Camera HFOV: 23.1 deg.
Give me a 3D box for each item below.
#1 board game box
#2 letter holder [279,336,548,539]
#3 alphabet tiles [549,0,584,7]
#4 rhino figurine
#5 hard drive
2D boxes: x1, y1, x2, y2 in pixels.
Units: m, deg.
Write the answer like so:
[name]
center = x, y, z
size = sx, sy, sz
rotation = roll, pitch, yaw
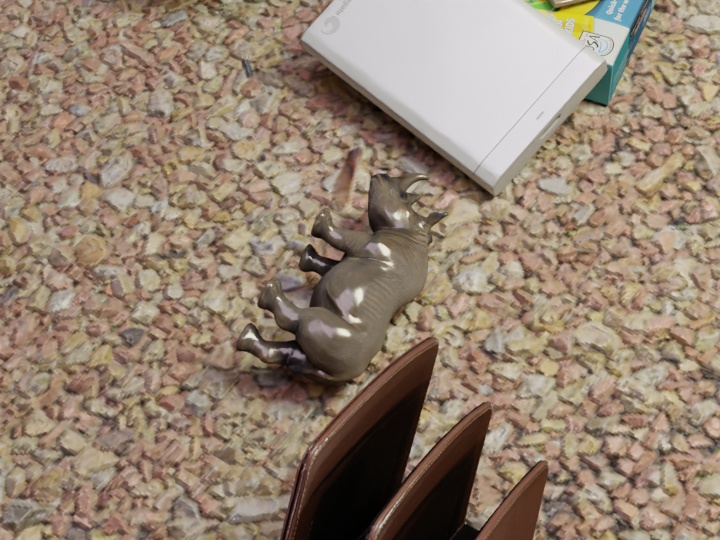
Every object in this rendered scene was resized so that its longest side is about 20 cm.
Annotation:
[board game box]
center = 0.131, -0.225, 1.424
size = 0.200, 0.047, 0.151
rotation = 17, 54, 15
[letter holder]
center = 0.037, 0.137, 1.025
size = 0.100, 0.142, 0.200
rotation = 19, 23, 17
[alphabet tiles]
center = 0.166, -0.288, 1.440
size = 0.166, 0.006, 0.200
rotation = -15, 49, -11
[rhino figurine]
center = 0.000, 0.000, 1.240
size = 0.087, 0.060, 0.200
rotation = 30, 56, 8
[hard drive]
center = 0.070, -0.166, 1.351
size = 0.200, 0.027, 0.132
rotation = 39, 83, 20
